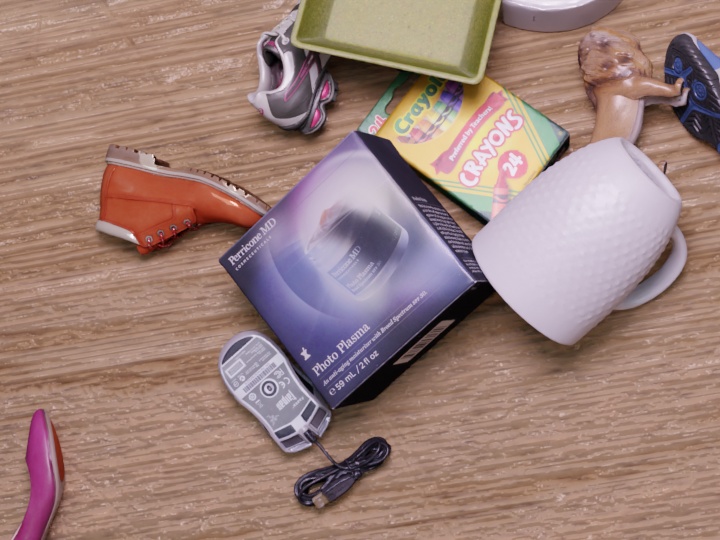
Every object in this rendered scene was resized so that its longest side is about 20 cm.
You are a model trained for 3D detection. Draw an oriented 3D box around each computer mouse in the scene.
[{"bbox_3d":[-0.068,0.146,1.469,0.110,0.044,0.200,-40,83,4],"label":"computer mouse"}]

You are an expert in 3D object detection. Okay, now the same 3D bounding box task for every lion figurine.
[{"bbox_3d":[0.268,-0.150,1.456,0.122,0.072,0.201,13,91,24],"label":"lion figurine"}]

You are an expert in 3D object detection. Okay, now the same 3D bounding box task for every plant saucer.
[{"bbox_3d":[0.048,-0.293,1.444,0.198,0.048,0.201,13,78,6],"label":"plant saucer"}]

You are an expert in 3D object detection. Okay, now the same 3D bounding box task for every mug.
[{"bbox_3d":[0.239,-0.028,1.393,0.175,0.200,0.148,-45,36,21],"label":"mug"}]

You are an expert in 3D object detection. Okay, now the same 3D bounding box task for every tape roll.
[{"bbox_3d":[0.205,-0.360,1.504,0.201,0.071,0.204,-1,80,7],"label":"tape roll"}]

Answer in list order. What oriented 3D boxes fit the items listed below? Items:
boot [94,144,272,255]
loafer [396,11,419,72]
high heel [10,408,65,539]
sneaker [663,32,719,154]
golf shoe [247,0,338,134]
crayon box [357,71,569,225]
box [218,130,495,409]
[{"bbox_3d":[-0.192,-0.060,1.510,0.199,0.075,0.108,15,85,19],"label":"boot"},{"bbox_3d":[0.036,-0.309,1.511,0.070,0.068,0.202,-24,70,13],"label":"loafer"},{"bbox_3d":[-0.358,0.248,1.473,0.095,0.067,0.201,-5,83,-4],"label":"high heel"},{"bbox_3d":[0.388,-0.164,1.453,0.077,0.076,0.201,-26,74,-24],"label":"sneaker"},{"bbox_3d":[-0.060,-0.249,1.502,0.077,0.088,0.201,0,75,48],"label":"golf shoe"},{"bbox_3d":[0.105,-0.146,1.490,0.200,0.051,0.127,36,87,13],"label":"crayon box"},{"bbox_3d":[0.000,0.000,1.421,0.200,0.123,0.199,-43,76,15],"label":"box"}]
